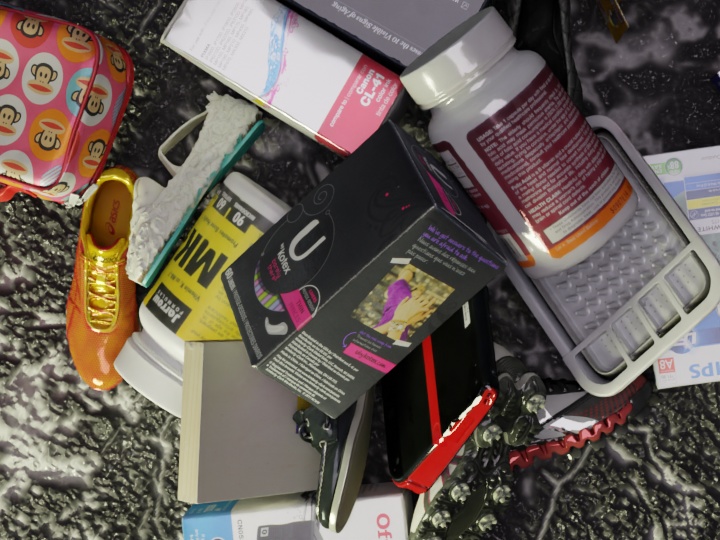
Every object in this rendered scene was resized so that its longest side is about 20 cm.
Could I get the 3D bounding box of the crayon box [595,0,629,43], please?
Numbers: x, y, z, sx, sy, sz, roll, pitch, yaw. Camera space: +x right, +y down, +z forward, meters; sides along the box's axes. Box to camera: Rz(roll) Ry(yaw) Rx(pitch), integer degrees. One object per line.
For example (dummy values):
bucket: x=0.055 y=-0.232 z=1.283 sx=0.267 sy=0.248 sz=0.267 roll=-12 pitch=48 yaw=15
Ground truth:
crayon box: x=0.201 y=-0.302 z=1.525 sx=0.051 sy=0.126 sz=0.202 roll=-26 pitch=89 yaw=3

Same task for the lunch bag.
lunch bag: x=-0.309 y=-0.142 z=1.563 sx=0.198 sy=0.082 sz=0.178 roll=20 pitch=91 yaw=24

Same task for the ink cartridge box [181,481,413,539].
ink cartridge box: x=-0.048 y=0.272 z=1.571 sx=0.198 sy=0.084 sz=0.147 roll=-6 pitch=90 yaw=4

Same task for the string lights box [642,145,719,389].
string lights box: x=0.295 y=-0.004 z=1.554 sx=0.102 sy=0.059 sz=0.202 roll=-8 pitch=90 yaw=7

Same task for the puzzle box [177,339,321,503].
puzzle box: x=-0.076 y=0.126 z=1.528 sx=0.025 sy=0.199 sz=0.135 roll=3 pitch=90 yaw=40

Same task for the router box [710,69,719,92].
router box: x=0.435 y=-0.138 z=1.548 sx=0.179 sy=0.049 sz=0.201 roll=-35 pitch=88 yaw=4

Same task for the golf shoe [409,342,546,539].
golf shoe: x=0.090 y=0.154 z=1.513 sx=0.077 sy=0.088 sz=0.201 roll=9 pitch=116 yaw=-35

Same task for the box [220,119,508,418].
box: x=0.000 y=0.000 z=1.442 sx=0.200 sy=0.123 sz=0.106 roll=-42 pitch=131 yaw=14

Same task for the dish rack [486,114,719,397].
dish rack: x=0.213 y=-0.014 z=1.525 sx=0.172 sy=0.043 sz=0.201 roll=-46 pitch=67 yaw=32

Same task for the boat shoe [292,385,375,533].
boat shoe: x=-0.024 y=0.121 z=1.520 sx=0.065 sy=0.075 sz=0.202 roll=8 pitch=80 yaw=11

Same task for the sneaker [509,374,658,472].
sneaker: x=0.158 y=0.122 z=1.561 sx=0.199 sy=0.071 sz=0.099 roll=-22 pitch=91 yaw=6

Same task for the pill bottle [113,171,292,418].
pill bottle: x=-0.122 y=0.026 z=1.558 sx=0.114 sy=0.114 sz=0.201 roll=34 pitch=93 yaw=3

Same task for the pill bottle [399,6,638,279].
pill bottle: x=0.126 y=-0.104 z=1.443 sx=0.114 sy=0.114 sz=0.201 roll=-36 pitch=101 yaw=4

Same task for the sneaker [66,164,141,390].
sneaker: x=-0.232 y=0.006 z=1.585 sx=0.072 sy=0.077 sz=0.203 roll=3 pitch=92 yaw=4

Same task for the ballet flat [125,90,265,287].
ballet flat: x=-0.160 y=-0.076 z=1.564 sx=0.071 sy=0.072 sz=0.201 roll=33 pitch=67 yaw=3

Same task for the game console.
game console: x=0.066 y=0.067 z=1.491 sx=0.031 sy=0.177 sz=0.202 roll=13 pitch=49 yaw=-22

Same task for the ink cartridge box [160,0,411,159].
ink cartridge box: x=-0.059 y=-0.173 z=1.534 sx=0.199 sy=0.148 sz=0.086 roll=33 pitch=93 yaw=2

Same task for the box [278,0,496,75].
box: x=0.033 y=-0.285 z=1.538 sx=0.199 sy=0.124 sz=0.198 roll=30 pitch=91 yaw=2

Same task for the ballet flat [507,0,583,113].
ballet flat: x=0.147 y=-0.180 z=1.483 sx=0.066 sy=0.057 sz=0.202 roll=1 pitch=112 yaw=21
